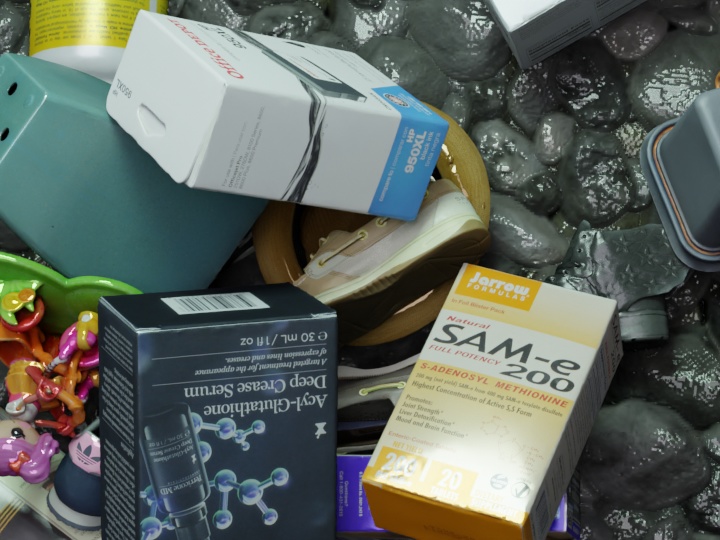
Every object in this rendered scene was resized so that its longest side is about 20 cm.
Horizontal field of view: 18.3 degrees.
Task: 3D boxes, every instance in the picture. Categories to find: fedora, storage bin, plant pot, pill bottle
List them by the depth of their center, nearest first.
[{"bbox_3d":[0.321,-0.105,1.670,0.200,0.134,0.146,-18,76,-7],"label":"storage bin"},{"bbox_3d":[-0.206,-0.068,1.694,0.141,0.200,0.141,-54,41,5],"label":"plant pot"},{"bbox_3d":[0.013,-0.036,1.761,0.200,0.082,0.201,-2,79,11],"label":"fedora"},{"bbox_3d":[-0.213,-0.205,1.822,0.112,0.112,0.200,-1,78,11],"label":"pill bottle"}]

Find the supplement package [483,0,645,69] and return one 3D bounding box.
[{"bbox_3d":[0.173,-0.285,1.765,0.200,0.111,0.156,-29,75,3],"label":"supplement package"}]

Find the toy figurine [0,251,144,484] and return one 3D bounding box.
[{"bbox_3d":[-0.260,0.101,1.638,0.200,0.150,0.184,1,56,16],"label":"toy figurine"}]

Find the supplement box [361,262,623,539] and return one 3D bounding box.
[{"bbox_3d":[0.098,0.103,1.618,0.126,0.074,0.200,14,58,20],"label":"supplement box"}]

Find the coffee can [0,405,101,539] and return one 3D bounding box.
[{"bbox_3d":[-0.270,0.201,1.736,0.200,0.146,0.146,35,87,16],"label":"coffee can"}]

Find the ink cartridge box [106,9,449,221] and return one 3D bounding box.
[{"bbox_3d":[-0.061,-0.111,1.615,0.145,0.200,0.084,41,117,48],"label":"ink cartridge box"}]

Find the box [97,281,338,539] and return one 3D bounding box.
[{"bbox_3d":[-0.102,0.120,1.591,0.148,0.107,0.200,-5,104,-21],"label":"box"}]

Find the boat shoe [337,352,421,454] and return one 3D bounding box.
[{"bbox_3d":[0.032,0.105,1.727,0.200,0.072,0.060,-7,43,13],"label":"boat shoe"}]

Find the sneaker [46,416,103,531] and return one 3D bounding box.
[{"bbox_3d":[-0.159,0.123,1.706,0.070,0.200,0.082,31,124,12],"label":"sneaker"}]

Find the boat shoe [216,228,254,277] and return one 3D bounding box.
[{"bbox_3d":[-0.146,-0.006,1.797,0.200,0.060,0.074,-36,76,2],"label":"boat shoe"}]

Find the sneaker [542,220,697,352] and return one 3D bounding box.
[{"bbox_3d":[0.171,0.011,1.737,0.199,0.060,0.104,-3,77,6],"label":"sneaker"}]

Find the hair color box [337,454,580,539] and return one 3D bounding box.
[{"bbox_3d":[0.063,0.174,1.697,0.200,0.109,0.065,-3,79,11],"label":"hair color box"}]

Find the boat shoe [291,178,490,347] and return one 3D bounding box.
[{"bbox_3d":[0.000,0.000,1.683,0.200,0.074,0.066,-28,60,6],"label":"boat shoe"}]
